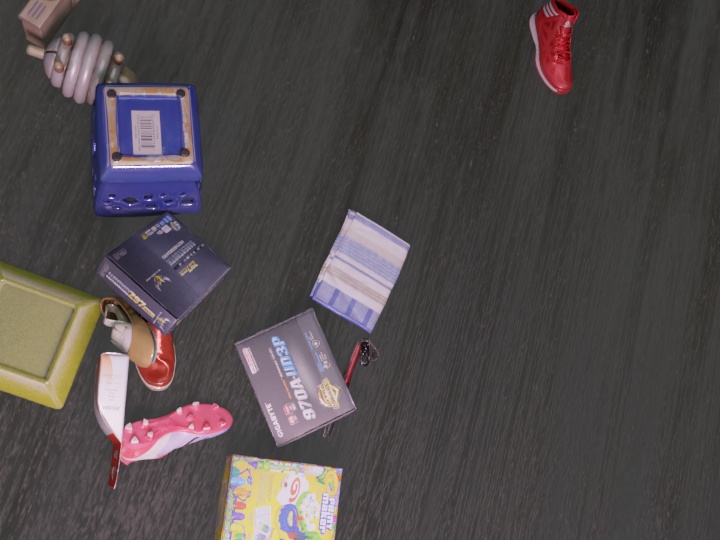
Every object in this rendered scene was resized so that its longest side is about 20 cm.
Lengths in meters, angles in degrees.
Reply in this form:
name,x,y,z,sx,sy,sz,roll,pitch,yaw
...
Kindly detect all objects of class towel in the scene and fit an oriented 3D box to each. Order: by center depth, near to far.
name,x,y,z,sx,sy,sz,roll,pitch,yaw
towel,0.000,0.000,1.508,0.145,0.024,0.203,29,72,-11

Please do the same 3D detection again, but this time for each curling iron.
name,x,y,z,sx,sy,sz,roll,pitch,yaw
curling iron,-0.022,0.217,1.446,0.049,0.026,0.202,29,71,-5

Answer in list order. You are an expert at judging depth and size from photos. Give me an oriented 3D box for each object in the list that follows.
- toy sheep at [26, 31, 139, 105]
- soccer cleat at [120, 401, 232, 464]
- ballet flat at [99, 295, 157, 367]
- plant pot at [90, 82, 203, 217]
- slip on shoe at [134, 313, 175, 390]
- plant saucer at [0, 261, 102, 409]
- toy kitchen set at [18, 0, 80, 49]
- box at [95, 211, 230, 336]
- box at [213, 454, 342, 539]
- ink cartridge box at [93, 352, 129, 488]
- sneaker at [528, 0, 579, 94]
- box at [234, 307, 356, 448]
name,x,y,z,sx,sy,sz,roll,pitch,yaw
toy sheep,-0.491,-0.362,1.389,0.197,0.137,0.140,22,71,-20
soccer cleat,-0.316,0.279,1.332,0.197,0.077,0.067,-9,49,-34
ballet flat,-0.389,0.100,1.287,0.062,0.200,0.070,12,105,-33
plant pot,-0.372,-0.217,1.365,0.196,0.180,0.204,-3,77,-18
slip on shoe,-0.358,0.106,1.355,0.073,0.061,0.204,-1,79,-18
plant saucer,-0.559,0.103,1.302,0.197,0.048,0.203,21,72,-11
toy kitchen set,-0.609,-0.553,1.384,0.198,0.163,0.183,29,71,-7
box,-0.332,0.000,1.338,0.157,0.051,0.200,43,32,-4
box,-0.143,0.424,1.309,0.189,0.122,0.204,11,73,-13
ink cartridge box,-0.410,0.242,1.253,0.049,0.162,0.204,9,75,-20
sneaker,0.435,-0.498,1.707,0.077,0.115,0.203,-16,82,-19
box,-0.117,0.191,1.401,0.157,0.046,0.203,-23,83,-11
